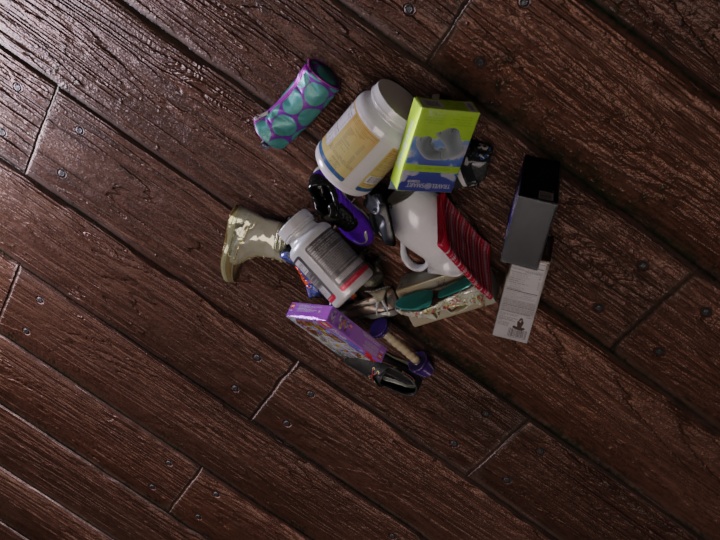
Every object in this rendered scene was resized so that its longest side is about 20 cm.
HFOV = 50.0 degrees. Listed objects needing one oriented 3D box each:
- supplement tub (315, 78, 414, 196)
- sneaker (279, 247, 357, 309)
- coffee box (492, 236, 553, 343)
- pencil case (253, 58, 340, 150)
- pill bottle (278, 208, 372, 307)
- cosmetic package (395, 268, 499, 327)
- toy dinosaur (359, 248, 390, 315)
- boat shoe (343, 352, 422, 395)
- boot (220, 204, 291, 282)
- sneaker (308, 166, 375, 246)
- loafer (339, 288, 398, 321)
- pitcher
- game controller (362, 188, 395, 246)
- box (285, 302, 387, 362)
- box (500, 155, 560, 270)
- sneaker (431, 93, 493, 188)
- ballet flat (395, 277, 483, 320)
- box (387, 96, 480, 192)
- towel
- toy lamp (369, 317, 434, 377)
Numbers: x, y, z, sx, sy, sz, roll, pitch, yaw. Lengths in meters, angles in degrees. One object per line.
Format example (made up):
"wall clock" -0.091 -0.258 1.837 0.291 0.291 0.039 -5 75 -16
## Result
"supplement tub" 0.020 -0.259 1.517 0.144 0.145 0.200 41 122 -9
"sneaker" -0.101 0.021 1.713 0.199 0.075 0.079 37 95 -13
"coffee box" 0.338 0.033 1.610 0.079 0.115 0.201 13 121 9
"pencil case" -0.132 -0.332 1.556 0.092 0.086 0.200 26 128 -35
"pill bottle" -0.077 -0.030 1.614 0.200 0.111 0.111 47 122 2
"cosmetic package" 0.190 0.040 1.683 0.199 0.073 0.104 -20 112 27
"toy dinosaur" 0.000 0.000 1.699 0.199 0.102 0.077 35 123 -6
"boat shoe" 0.051 0.238 1.847 0.200 0.063 0.074 20 126 6
"boot" -0.234 -0.040 1.768 0.153 0.072 0.201 17 122 4
"sneaker" -0.049 -0.121 1.643 0.069 0.100 0.201 -30 106 27
"loafer" -0.009 0.081 1.778 0.198 0.072 0.063 -8 100 14
"pitcher" 0.121 -0.079 1.619 0.171 0.122 0.201 -10 124 44
"game controller" 0.041 -0.110 1.569 0.042 0.200 0.105 -23 103 -1
"box" -0.052 0.138 1.715 0.136 0.039 0.200 3 151 45
"box" 0.326 -0.114 1.475 0.078 0.200 0.142 12 121 9
"sneaker" 0.202 -0.257 1.514 0.111 0.073 0.201 -4 125 14
"ballet flat" 0.168 0.070 1.622 0.199 0.076 0.064 -17 120 28
"box" 0.134 -0.223 1.453 0.121 0.048 0.201 0 130 -20
"towel" 0.210 -0.049 1.546 0.022 0.145 0.200 -23 133 29
"toy lamp" 0.100 0.182 1.777 0.058 0.058 0.200 -29 126 28
